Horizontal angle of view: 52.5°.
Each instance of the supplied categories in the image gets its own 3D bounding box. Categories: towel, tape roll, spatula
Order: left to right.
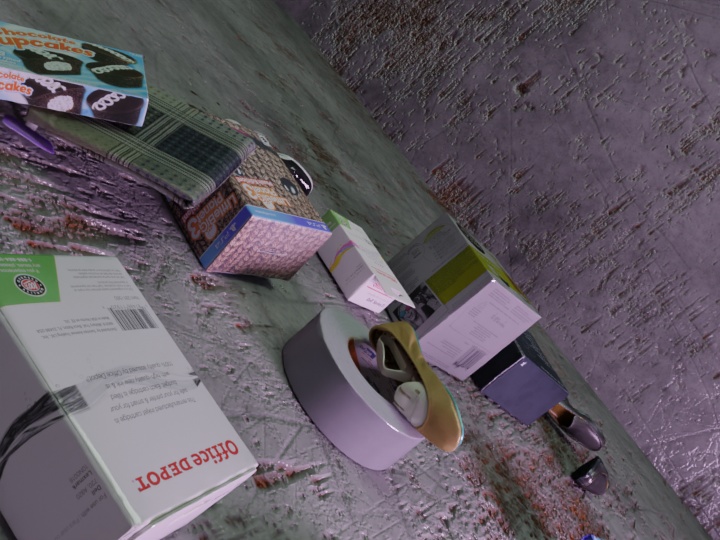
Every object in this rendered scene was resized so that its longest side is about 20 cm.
[{"bbox_3d":[-0.348,-0.174,0.794,0.056,0.021,0.200,37,18,-30],"label":"spatula"},{"bbox_3d":[-0.235,-0.149,0.808,0.199,0.035,0.193,29,31,-3],"label":"towel"},{"bbox_3d":[-0.003,0.143,0.904,0.200,0.066,0.200,45,15,-16],"label":"tape roll"}]

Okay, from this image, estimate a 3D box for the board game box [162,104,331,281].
[{"bbox_3d":[-0.161,-0.097,0.954,0.159,0.097,0.200,8,42,-56],"label":"board game box"}]

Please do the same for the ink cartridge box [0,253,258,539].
[{"bbox_3d":[-0.181,0.089,0.488,0.200,0.084,0.146,53,16,13],"label":"ink cartridge box"}]

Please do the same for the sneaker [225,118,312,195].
[{"bbox_3d":[-0.165,-0.161,1.212,0.200,0.073,0.112,32,23,-24],"label":"sneaker"}]

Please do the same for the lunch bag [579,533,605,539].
[{"bbox_3d":[0.351,0.493,1.027,0.150,0.094,0.201,36,28,-48],"label":"lunch bag"}]

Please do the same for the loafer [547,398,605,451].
[{"bbox_3d":[0.515,0.374,1.795,0.200,0.073,0.072,41,23,8],"label":"loafer"}]

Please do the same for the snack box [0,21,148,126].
[{"bbox_3d":[-0.325,-0.209,0.752,0.199,0.037,0.116,7,34,-26],"label":"snack box"}]

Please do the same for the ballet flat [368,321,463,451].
[{"bbox_3d":[0.058,0.137,0.878,0.063,0.069,0.200,7,32,-26],"label":"ballet flat"}]

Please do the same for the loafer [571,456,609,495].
[{"bbox_3d":[0.516,0.456,1.602,0.073,0.073,0.200,59,18,20],"label":"loafer"}]

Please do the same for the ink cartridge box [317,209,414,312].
[{"bbox_3d":[0.000,0.000,1.266,0.117,0.067,0.200,27,25,-56],"label":"ink cartridge box"}]

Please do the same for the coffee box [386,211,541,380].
[{"bbox_3d":[0.178,0.051,1.389,0.199,0.200,0.198,34,20,-45],"label":"coffee box"}]

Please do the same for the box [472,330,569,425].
[{"bbox_3d":[0.318,0.195,1.581,0.200,0.124,0.197,38,17,-37],"label":"box"}]
